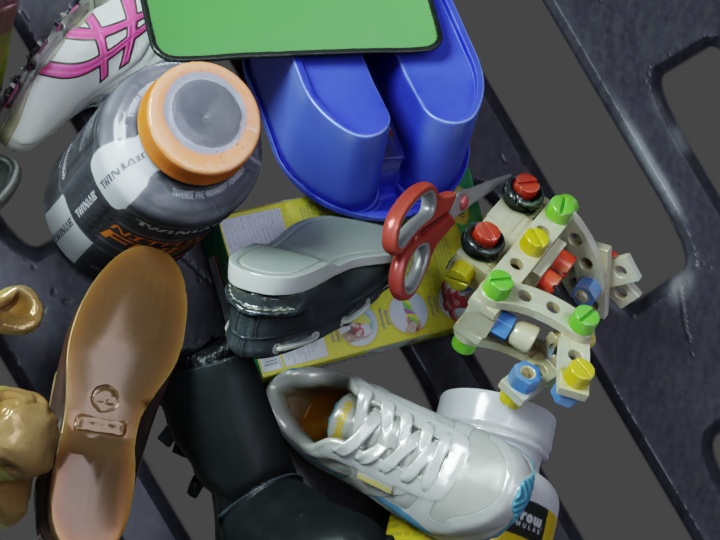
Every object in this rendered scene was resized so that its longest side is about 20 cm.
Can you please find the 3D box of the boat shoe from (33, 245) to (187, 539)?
[{"bbox_3d":[-0.160,0.083,1.255,0.070,0.070,0.200,20,70,-12],"label":"boat shoe"}]

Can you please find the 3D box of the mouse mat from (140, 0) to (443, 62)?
[{"bbox_3d":[-0.054,-0.205,1.361,0.200,0.008,0.161,-3,58,-18],"label":"mouse mat"}]

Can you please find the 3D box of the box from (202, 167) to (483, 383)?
[{"bbox_3d":[0.000,0.000,1.405,0.200,0.048,0.118,-13,83,-23],"label":"box"}]

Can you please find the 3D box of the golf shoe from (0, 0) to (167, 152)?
[{"bbox_3d":[-0.161,-0.144,1.353,0.092,0.073,0.200,42,67,-5],"label":"golf shoe"}]

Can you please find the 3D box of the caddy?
[{"bbox_3d":[0.001,-0.128,1.393,0.141,0.105,0.200,-9,60,-21],"label":"caddy"}]

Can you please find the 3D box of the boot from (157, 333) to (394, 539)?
[{"bbox_3d":[-0.062,0.119,1.275,0.073,0.198,0.163,-20,93,-28],"label":"boot"}]

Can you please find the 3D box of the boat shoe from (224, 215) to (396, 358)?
[{"bbox_3d":[-0.027,0.008,1.306,0.200,0.076,0.060,-16,121,-56],"label":"boat shoe"}]

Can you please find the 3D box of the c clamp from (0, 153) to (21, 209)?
[{"bbox_3d":[-0.302,-0.025,1.222,0.200,0.171,0.027,-12,114,-3],"label":"c clamp"}]

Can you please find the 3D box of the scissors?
[{"bbox_3d":[0.063,-0.048,1.359,0.200,0.014,0.073,-45,139,-49],"label":"scissors"}]

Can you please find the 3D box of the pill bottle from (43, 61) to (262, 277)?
[{"bbox_3d":[-0.127,-0.066,1.280,0.106,0.200,0.106,6,73,-20],"label":"pill bottle"}]

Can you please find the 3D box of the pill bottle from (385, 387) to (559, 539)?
[{"bbox_3d":[0.071,0.185,1.357,0.111,0.111,0.200,19,71,-18],"label":"pill bottle"}]

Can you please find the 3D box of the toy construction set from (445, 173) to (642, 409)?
[{"bbox_3d":[0.129,0.010,1.385,0.131,0.092,0.200,34,32,8],"label":"toy construction set"}]

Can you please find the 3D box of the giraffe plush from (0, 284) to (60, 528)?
[{"bbox_3d":[-0.263,0.056,1.229,0.172,0.200,0.162,30,51,-25],"label":"giraffe plush"}]

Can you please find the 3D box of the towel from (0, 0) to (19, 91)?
[{"bbox_3d":[-0.297,-0.108,1.243,0.200,0.144,0.023,-28,78,-26],"label":"towel"}]

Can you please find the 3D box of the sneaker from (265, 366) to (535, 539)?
[{"bbox_3d":[0.021,0.116,1.301,0.081,0.200,0.077,39,73,-48],"label":"sneaker"}]
